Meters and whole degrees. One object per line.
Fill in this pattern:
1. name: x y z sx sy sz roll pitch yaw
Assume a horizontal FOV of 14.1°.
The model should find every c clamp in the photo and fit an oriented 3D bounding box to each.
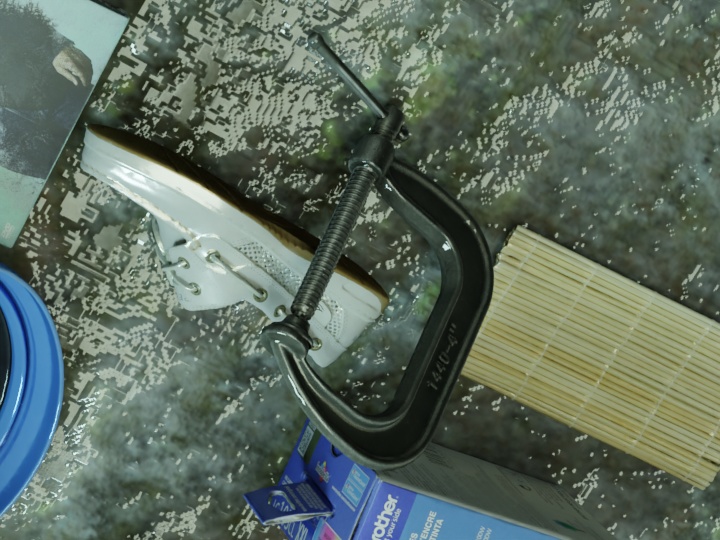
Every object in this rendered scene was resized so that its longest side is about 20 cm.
1. c clamp: 0.000 0.000 1.568 0.171 0.027 0.201 37 56 -30

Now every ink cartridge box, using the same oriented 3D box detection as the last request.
1. ink cartridge box: 0.036 0.144 1.627 0.199 0.136 0.077 21 97 -20

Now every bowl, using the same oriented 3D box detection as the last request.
1. bowl: -0.253 0.073 1.544 0.200 0.039 0.201 -20 127 -29

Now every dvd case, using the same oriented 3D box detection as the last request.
1. dvd case: -0.241 -0.113 1.525 0.199 0.022 0.146 25 102 -20

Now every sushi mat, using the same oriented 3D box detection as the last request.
1. sushi mat: 0.147 0.053 1.690 0.199 0.012 0.096 25 101 -21

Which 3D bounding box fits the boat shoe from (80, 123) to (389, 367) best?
1. boat shoe: -0.077 -0.008 1.578 0.200 0.071 0.069 33 97 -24
